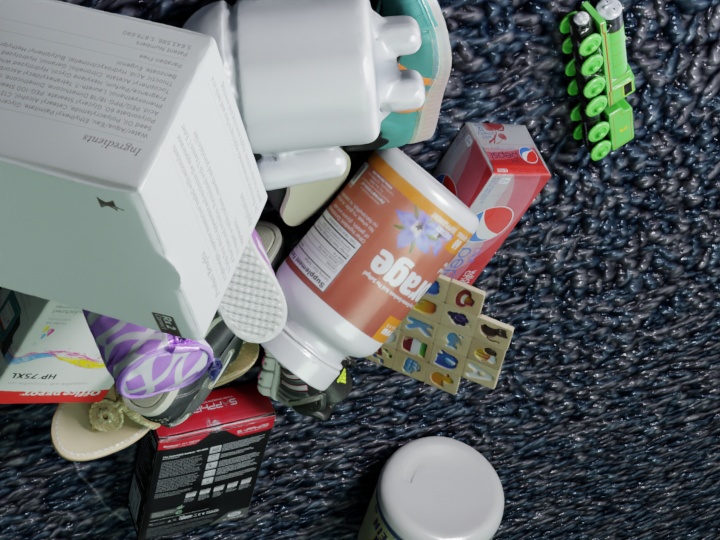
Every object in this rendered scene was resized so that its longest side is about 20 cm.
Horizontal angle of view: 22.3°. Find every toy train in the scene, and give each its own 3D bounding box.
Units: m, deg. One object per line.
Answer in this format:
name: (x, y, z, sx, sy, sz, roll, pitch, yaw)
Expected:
toy train: (0.209, -0.165, 1.580, 0.056, 0.042, 0.200, -31, 150, -8)

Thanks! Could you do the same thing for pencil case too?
pencil case: (-0.180, 0.002, 1.411, 0.083, 0.201, 0.086, -14, 154, -27)

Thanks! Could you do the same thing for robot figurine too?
robot figurine: (-0.053, -0.144, 1.334, 0.198, 0.171, 0.113, -4, -169, 1)

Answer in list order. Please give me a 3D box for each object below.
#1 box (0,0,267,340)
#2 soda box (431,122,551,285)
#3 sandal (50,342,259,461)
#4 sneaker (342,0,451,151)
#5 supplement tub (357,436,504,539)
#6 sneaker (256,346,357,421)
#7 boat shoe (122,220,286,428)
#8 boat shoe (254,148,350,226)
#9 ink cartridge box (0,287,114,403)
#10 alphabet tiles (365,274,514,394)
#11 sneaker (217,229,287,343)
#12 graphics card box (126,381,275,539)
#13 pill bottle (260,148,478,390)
box: (-0.190, -0.073, 1.265, 0.199, 0.131, 0.199, 14, 153, 17)
soda box: (0.089, -0.044, 1.654, 0.070, 0.064, 0.200, -2, 142, -33)
sandal: (-0.182, 0.097, 1.643, 0.211, 0.078, 0.070, -26, 172, -21)
sneaker: (0.020, -0.156, 1.430, 0.079, 0.072, 0.200, -21, 150, -15)
supplement tub: (0.074, 0.298, 2.078, 0.144, 0.146, 0.201, -11, 146, -21)
sneaker: (-0.042, 0.080, 1.703, 0.074, 0.087, 0.200, -53, 168, -29)
boat shoe: (-0.128, 0.046, 1.585, 0.201, 0.072, 0.068, -56, 142, -5)
boat shoe: (-0.057, -0.093, 1.486, 0.074, 0.063, 0.201, -42, 163, -6)
ink cartridge box: (-0.255, 0.054, 1.559, 0.116, 0.068, 0.200, 2, 141, -36)
alphabet tiles: (0.040, 0.044, 1.678, 0.199, 0.006, 0.167, 22, 144, 9)
sneaker: (-0.122, -0.045, 1.487, 0.072, 0.114, 0.202, -19, 110, -1)
graphics card box: (-0.164, 0.195, 1.851, 0.125, 0.051, 0.201, -12, 146, -21)
pill bottle: (0.000, 0.000, 1.560, 0.200, 0.112, 0.112, -51, 144, 6)
